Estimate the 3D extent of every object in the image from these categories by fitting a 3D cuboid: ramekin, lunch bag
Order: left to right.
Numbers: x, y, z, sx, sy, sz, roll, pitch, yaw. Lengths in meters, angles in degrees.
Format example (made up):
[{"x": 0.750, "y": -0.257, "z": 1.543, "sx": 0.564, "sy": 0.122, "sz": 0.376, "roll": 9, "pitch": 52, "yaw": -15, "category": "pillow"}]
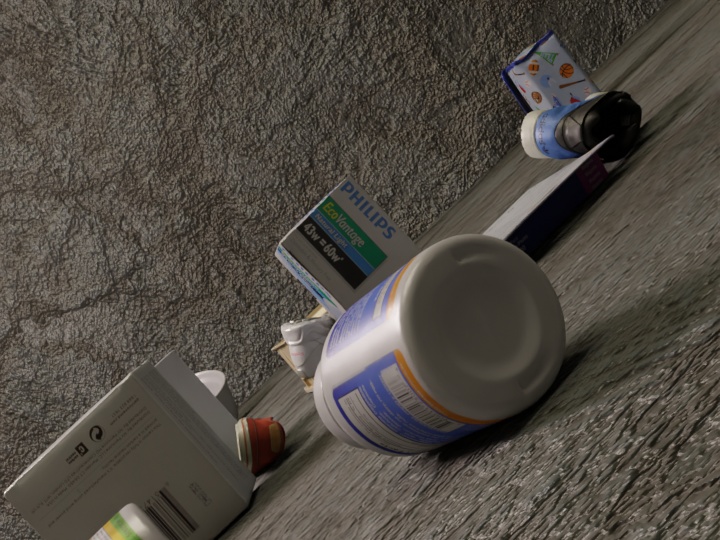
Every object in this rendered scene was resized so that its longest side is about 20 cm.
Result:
[{"x": -0.366, "y": 0.318, "z": 2.851, "sx": 0.199, "sy": 0.098, "sz": 0.201, "roll": -23, "pitch": 23, "yaw": 10, "category": "ramekin"}, {"x": 0.356, "y": -0.344, "z": 2.429, "sx": 0.123, "sy": 0.171, "sz": 0.200, "roll": -37, "pitch": 3, "yaw": 3, "category": "lunch bag"}]

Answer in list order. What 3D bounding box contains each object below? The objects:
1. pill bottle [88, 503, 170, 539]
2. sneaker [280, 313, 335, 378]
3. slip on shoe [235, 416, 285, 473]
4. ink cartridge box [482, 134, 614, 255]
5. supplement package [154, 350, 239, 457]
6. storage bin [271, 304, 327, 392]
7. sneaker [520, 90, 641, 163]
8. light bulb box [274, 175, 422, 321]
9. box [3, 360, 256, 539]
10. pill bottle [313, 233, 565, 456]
[{"x": -0.210, "y": 0.284, "z": 0.975, "sx": 0.200, "sy": 0.111, "sz": 0.111, "roll": -43, "pitch": 2, "yaw": -13, "category": "pill bottle"}, {"x": -0.035, "y": 0.109, "z": 1.801, "sx": 0.077, "sy": 0.101, "sz": 0.199, "roll": -5, "pitch": 2, "yaw": 41, "category": "sneaker"}, {"x": -0.124, "y": 0.216, "z": 1.615, "sx": 0.060, "sy": 0.075, "sz": 0.200, "roll": -8, "pitch": -9, "yaw": -6, "category": "slip on shoe"}, {"x": 0.175, "y": -0.044, "z": 1.373, "sx": 0.196, "sy": 0.043, "sz": 0.200, "roll": -42, "pitch": 4, "yaw": -23, "category": "ink cartridge box"}, {"x": -0.277, "y": 0.258, "z": 1.737, "sx": 0.200, "sy": 0.192, "sz": 0.147, "roll": -42, "pitch": 1, "yaw": 38, "category": "supplement package"}, {"x": -0.026, "y": 0.083, "z": 1.984, "sx": 0.200, "sy": 0.094, "sz": 0.198, "roll": -43, "pitch": 2, "yaw": -13, "category": "storage bin"}, {"x": 0.282, "y": -0.163, "z": 1.447, "sx": 0.199, "sy": 0.078, "sz": 0.111, "roll": -12, "pitch": 11, "yaw": -43, "category": "sneaker"}, {"x": 0.000, "y": 0.000, "z": 1.654, "sx": 0.125, "sy": 0.198, "sz": 0.200, "roll": -44, "pitch": 1, "yaw": -6, "category": "light bulb box"}, {"x": -0.255, "y": 0.245, "z": 1.457, "sx": 0.199, "sy": 0.200, "sz": 0.131, "roll": -43, "pitch": 2, "yaw": 1, "category": "box"}, {"x": 0.039, "y": 0.058, "z": 0.835, "sx": 0.112, "sy": 0.112, "sz": 0.200, "roll": -43, "pitch": 2, "yaw": -27, "category": "pill bottle"}]
